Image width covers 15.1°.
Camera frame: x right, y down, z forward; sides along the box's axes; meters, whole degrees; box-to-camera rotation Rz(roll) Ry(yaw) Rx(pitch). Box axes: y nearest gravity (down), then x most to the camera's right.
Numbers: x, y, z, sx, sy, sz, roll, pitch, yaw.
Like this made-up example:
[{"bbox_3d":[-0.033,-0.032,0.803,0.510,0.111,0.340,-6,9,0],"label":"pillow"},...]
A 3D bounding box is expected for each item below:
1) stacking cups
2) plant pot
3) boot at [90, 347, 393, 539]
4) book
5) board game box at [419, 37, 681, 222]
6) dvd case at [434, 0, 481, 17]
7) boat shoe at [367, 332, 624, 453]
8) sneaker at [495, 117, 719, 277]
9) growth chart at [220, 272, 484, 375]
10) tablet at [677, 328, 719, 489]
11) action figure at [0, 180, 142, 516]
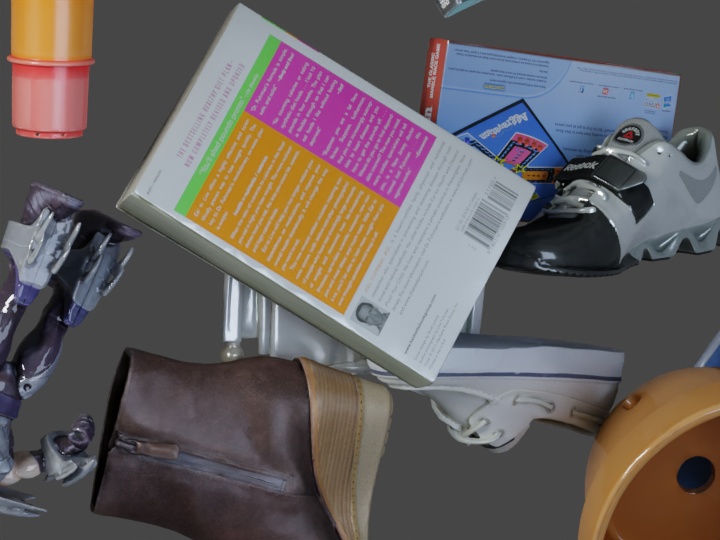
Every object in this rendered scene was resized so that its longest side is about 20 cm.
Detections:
[{"bbox_3d":[-0.159,-0.170,1.434,0.060,0.060,0.200,-6,101,-33],"label":"stacking cups"},{"bbox_3d":[0.215,0.144,1.612,0.200,0.140,0.200,-3,108,-10],"label":"plant pot"},{"bbox_3d":[-0.076,0.143,1.556,0.166,0.072,0.200,6,100,-20],"label":"boot"},{"bbox_3d":[-0.016,-0.042,1.518,0.200,0.048,0.134,32,74,-10],"label":"book"},{"bbox_3d":[0.114,-0.079,1.647,0.200,0.019,0.103,4,95,-41],"label":"board game box"},{"bbox_3d":[0.046,-0.250,1.516,0.146,0.022,0.200,-29,83,-37],"label":"dvd case"},{"bbox_3d":[0.080,0.074,1.618,0.200,0.071,0.070,5,94,-47],"label":"boat shoe"},{"bbox_3d":[0.146,-0.045,1.625,0.200,0.074,0.089,-15,109,-48],"label":"sneaker"},{"bbox_3d":[0.000,0.000,1.597,0.200,0.018,0.145,8,93,-35],"label":"growth chart"},{"bbox_3d":[0.238,0.121,1.780,0.130,0.014,0.200,47,71,-30],"label":"tablet"},{"bbox_3d":[-0.191,0.054,1.450,0.130,0.069,0.200,27,86,-39],"label":"action figure"}]
